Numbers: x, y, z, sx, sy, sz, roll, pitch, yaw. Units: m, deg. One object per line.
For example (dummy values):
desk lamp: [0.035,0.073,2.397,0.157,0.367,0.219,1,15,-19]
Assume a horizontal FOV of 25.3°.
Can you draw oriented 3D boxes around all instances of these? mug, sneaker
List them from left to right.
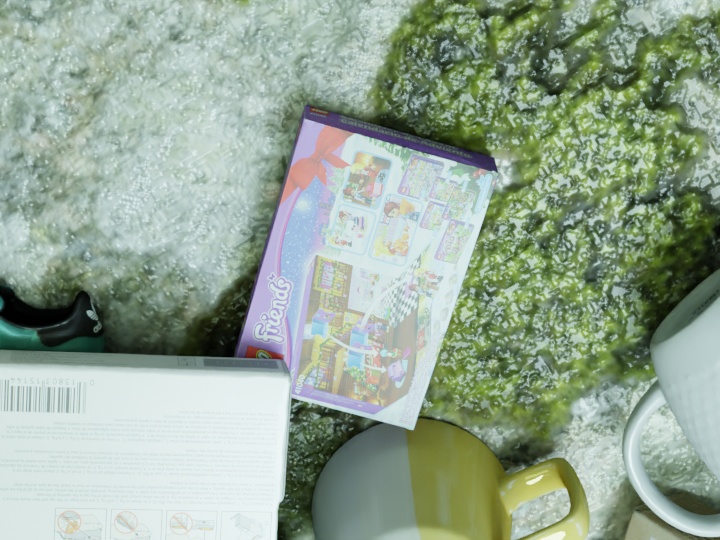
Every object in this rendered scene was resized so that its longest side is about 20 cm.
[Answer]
sneaker: [-0.277,0.044,1.107,0.199,0.071,0.080,1,108,-7]
mug: [0.049,0.189,1.115,0.149,0.153,0.187,34,106,-11]
mug: [0.269,0.100,1.088,0.175,0.148,0.200,47,112,-1]

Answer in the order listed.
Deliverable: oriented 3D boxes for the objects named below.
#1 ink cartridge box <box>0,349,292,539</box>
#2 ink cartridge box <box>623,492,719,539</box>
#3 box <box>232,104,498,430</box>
ink cartridge box: [-0.152,0.146,1.087,0.200,0.045,0.177,3,100,-9]
ink cartridge box: [0.265,0.277,1.128,0.075,0.200,0.165,-6,116,-44]
box: [0.000,0.000,1.104,0.137,0.039,0.200,15,110,-6]
